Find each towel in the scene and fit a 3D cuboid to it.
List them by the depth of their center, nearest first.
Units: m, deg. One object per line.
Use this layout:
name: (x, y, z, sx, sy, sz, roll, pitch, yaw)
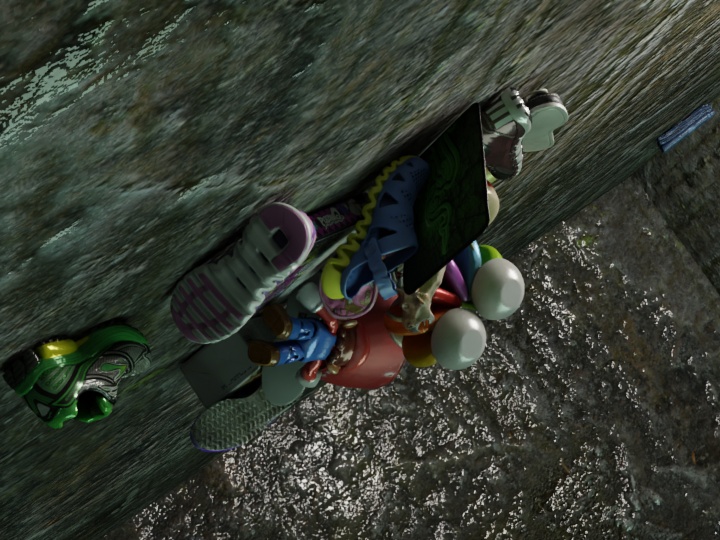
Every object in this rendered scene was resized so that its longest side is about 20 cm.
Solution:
towel: (1.026, -0.450, 3.499, 0.199, 0.049, 0.112, -38, 172, 10)

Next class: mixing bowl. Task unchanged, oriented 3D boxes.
mixing bowl: (-0.033, 0.091, 1.654, 0.107, 0.202, 0.200, -13, 158, -47)

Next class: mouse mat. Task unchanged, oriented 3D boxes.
mouse mat: (0.097, -0.086, 1.315, 0.007, 0.203, 0.161, 23, 136, -25)

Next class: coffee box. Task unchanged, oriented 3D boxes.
coffee box: (-0.170, 0.132, 1.675, 0.113, 0.080, 0.200, -38, 171, 18)

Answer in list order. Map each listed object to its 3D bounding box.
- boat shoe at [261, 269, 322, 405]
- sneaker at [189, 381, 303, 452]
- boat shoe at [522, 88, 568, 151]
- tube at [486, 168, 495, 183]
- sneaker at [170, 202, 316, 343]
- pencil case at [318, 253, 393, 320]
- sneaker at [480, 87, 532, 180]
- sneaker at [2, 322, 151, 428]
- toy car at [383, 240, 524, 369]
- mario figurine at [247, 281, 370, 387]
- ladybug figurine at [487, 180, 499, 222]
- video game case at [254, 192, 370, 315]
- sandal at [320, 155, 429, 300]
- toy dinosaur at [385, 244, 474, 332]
boat shoe: (-0.087, 0.094, 1.581, 0.064, 0.070, 0.203, -50, 158, -82)
sneaker: (-0.174, 0.218, 1.623, 0.199, 0.070, 0.099, -27, 171, -39)
boat shoe: (0.240, -0.213, 1.501, 0.072, 0.062, 0.200, -8, 172, 7)
tube: (0.124, -0.111, 1.649, 0.198, 0.058, 0.052, -34, -143, 19)
sneaker: (-0.118, 0.002, 1.182, 0.199, 0.081, 0.088, -40, 179, 21)
pencil case: (0.000, 0.000, 1.486, 0.081, 0.088, 0.200, -17, -167, 15)
sneaker: (0.153, -0.159, 1.445, 0.114, 0.076, 0.201, -29, 161, -8)
sneaker: (-0.272, 0.112, 1.114, 0.078, 0.086, 0.199, -38, 172, 23)
toy car: (0.110, 0.026, 1.514, 0.201, 0.150, 0.174, -49, -151, -15)
mario figurine: (-0.072, 0.089, 1.486, 0.123, 0.108, 0.198, -32, 154, 30)
ladybug figurine: (0.116, -0.087, 1.559, 0.134, 0.073, 0.199, 10, 151, -32)
video game case: (-0.089, -0.008, 1.367, 0.200, 0.036, 0.180, -42, 171, 37)
sandal: (0.036, -0.043, 1.325, 0.202, 0.086, 0.080, -62, 154, -9)
toy dinosaur: (0.066, -0.039, 1.410, 0.134, 0.202, 0.086, -24, 154, 4)
